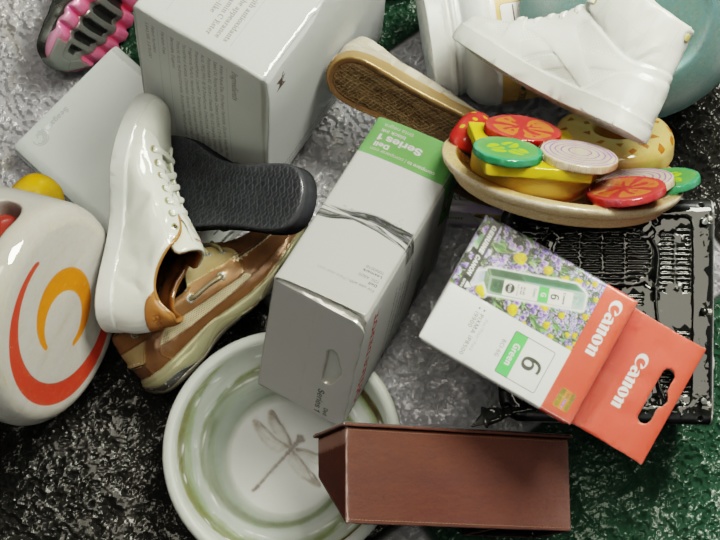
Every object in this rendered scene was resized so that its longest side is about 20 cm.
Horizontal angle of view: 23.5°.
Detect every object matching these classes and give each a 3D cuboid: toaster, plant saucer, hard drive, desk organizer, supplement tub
[{"bbox_3d":[0.188,0.036,1.409,0.198,0.119,0.183,0,86,3],"label":"toaster"},{"bbox_3d":[-0.063,0.153,1.438,0.198,0.050,0.202,-1,72,2],"label":"plant saucer"},{"bbox_3d":[-0.190,-0.088,1.532,0.200,0.026,0.132,41,79,13],"label":"hard drive"},{"bbox_3d":[0.230,-0.211,1.408,0.199,0.039,0.203,-2,113,-4],"label":"plant saucer"},{"bbox_3d":[0.067,0.168,1.380,0.198,0.072,0.078,5,75,-21],"label":"desk organizer"},{"bbox_3d":[0.152,-0.223,1.497,0.198,0.145,0.146,-9,72,0],"label":"supplement tub"}]

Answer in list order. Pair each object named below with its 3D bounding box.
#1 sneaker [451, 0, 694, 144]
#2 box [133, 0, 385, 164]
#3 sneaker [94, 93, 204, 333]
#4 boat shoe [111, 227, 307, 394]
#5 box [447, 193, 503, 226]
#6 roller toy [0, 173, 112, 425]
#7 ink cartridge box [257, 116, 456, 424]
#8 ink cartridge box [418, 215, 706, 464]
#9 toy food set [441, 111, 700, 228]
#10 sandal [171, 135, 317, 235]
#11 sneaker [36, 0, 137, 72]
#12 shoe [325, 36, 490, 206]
[{"bbox_3d":[0.171,-0.187,1.361,0.199,0.073,0.116,31,97,35],"label":"sneaker"},{"bbox_3d":[-0.079,-0.208,1.461,0.130,0.200,0.200,30,67,11],"label":"box"},{"bbox_3d":[-0.161,-0.046,1.425,0.084,0.073,0.202,1,79,18],"label":"sneaker"},{"bbox_3d":[-0.127,0.012,1.460,0.074,0.076,0.200,45,78,-14],"label":"boat shoe"},{"bbox_3d":[0.124,-0.060,1.502,0.198,0.041,0.039,5,73,3],"label":"box"},{"bbox_3d":[-0.298,0.022,1.411,0.139,0.182,0.202,13,97,25],"label":"roller toy"},{"bbox_3d":[0.000,0.000,1.398,0.084,0.147,0.201,24,50,10],"label":"ink cartridge box"},{"bbox_3d":[0.155,0.054,1.325,0.199,0.050,0.110,30,89,5],"label":"ink cartridge box"},{"bbox_3d":[0.162,-0.085,1.349,0.198,0.198,0.049,5,113,-8],"label":"toy food set"},{"bbox_3d":[-0.113,-0.063,1.455,0.199,0.043,0.077,16,91,38],"label":"sandal"},{"bbox_3d":[-0.245,-0.271,1.578,0.095,0.079,0.201,19,72,31],"label":"sneaker"},{"bbox_3d":[0.063,-0.129,1.461,0.199,0.070,0.054,36,33,-7],"label":"shoe"}]
